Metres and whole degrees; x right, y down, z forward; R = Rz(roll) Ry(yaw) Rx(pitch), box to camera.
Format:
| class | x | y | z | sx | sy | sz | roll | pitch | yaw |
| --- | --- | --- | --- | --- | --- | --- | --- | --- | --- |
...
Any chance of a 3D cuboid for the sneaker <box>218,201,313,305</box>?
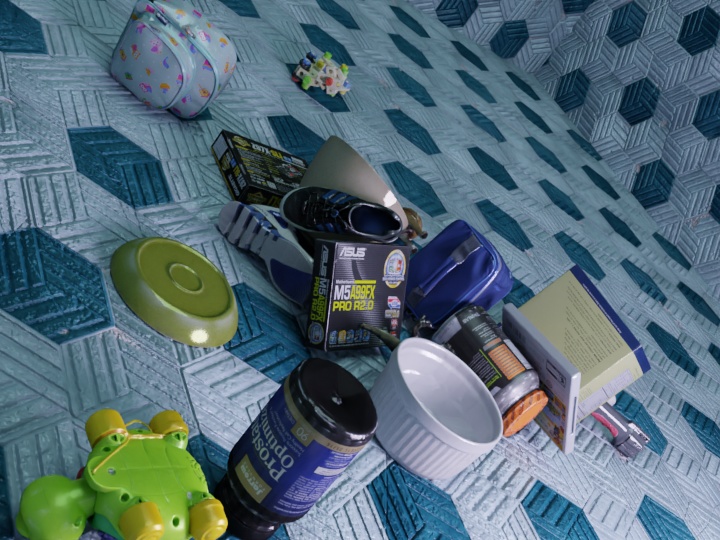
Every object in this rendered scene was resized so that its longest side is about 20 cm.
| class | x | y | z | sx | sy | sz | roll | pitch | yaw |
| --- | --- | --- | --- | --- | --- | --- | --- | --- | --- |
| sneaker | -0.123 | -0.046 | 1.510 | 0.199 | 0.081 | 0.115 | 43 | 27 | 10 |

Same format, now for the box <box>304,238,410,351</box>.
| class | x | y | z | sx | sy | sz | roll | pitch | yaw |
| --- | --- | --- | --- | --- | --- | --- | --- | --- | --- |
| box | -0.001 | 0.037 | 1.459 | 0.044 | 0.164 | 0.198 | 11 | 5 | 36 |

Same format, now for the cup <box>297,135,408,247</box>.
| class | x | y | z | sx | sy | sz | roll | pitch | yaw |
| --- | --- | --- | --- | --- | --- | --- | --- | --- | --- |
| cup | -0.036 | -0.103 | 1.597 | 0.201 | 0.143 | 0.200 | 47 | -6 | 7 |

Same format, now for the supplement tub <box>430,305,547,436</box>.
| class | x | y | z | sx | sy | sz | roll | pitch | yaw |
| --- | --- | --- | --- | --- | --- | --- | --- | --- | --- |
| supplement tub | 0.215 | 0.168 | 1.581 | 0.122 | 0.123 | 0.201 | -1 | 47 | -54 |

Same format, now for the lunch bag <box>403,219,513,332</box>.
| class | x | y | z | sx | sy | sz | roll | pitch | yaw |
| --- | --- | --- | --- | --- | --- | --- | --- | --- | --- |
| lunch bag | 0.156 | 0.018 | 1.669 | 0.137 | 0.200 | 0.132 | 52 | 10 | 31 |

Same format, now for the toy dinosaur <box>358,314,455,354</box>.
| class | x | y | z | sx | sy | sz | roll | pitch | yaw |
| --- | --- | --- | --- | --- | --- | --- | --- | --- | --- |
| toy dinosaur | 0.090 | 0.126 | 1.467 | 0.200 | 0.088 | 0.048 | 48 | 5 | -28 |

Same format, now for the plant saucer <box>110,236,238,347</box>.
| class | x | y | z | sx | sy | sz | roll | pitch | yaw |
| --- | --- | --- | --- | --- | --- | --- | --- | --- | --- |
| plant saucer | -0.245 | 0.020 | 1.294 | 0.198 | 0.031 | 0.201 | 32 | 26 | -17 |

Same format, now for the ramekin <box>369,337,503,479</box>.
| class | x | y | z | sx | sy | sz | roll | pitch | yaw |
| --- | --- | --- | --- | --- | --- | --- | --- | --- | --- |
| ramekin | 0.101 | 0.207 | 1.381 | 0.198 | 0.105 | 0.202 | 32 | 27 | -18 |

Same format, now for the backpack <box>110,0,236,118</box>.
| class | x | y | z | sx | sy | sz | roll | pitch | yaw |
| --- | --- | --- | --- | --- | --- | --- | --- | --- | --- |
| backpack | -0.325 | -0.370 | 1.653 | 0.198 | 0.176 | 0.155 | 34 | 42 | -13 |

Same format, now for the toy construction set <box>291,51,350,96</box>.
| class | x | y | z | sx | sy | sz | roll | pitch | yaw |
| --- | --- | --- | --- | --- | --- | --- | --- | --- | --- |
| toy construction set | -0.086 | -0.457 | 2.229 | 0.130 | 0.093 | 0.200 | 37 | 14 | -6 |

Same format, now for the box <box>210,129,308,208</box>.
| class | x | y | z | sx | sy | sz | roll | pitch | yaw |
| --- | --- | --- | --- | --- | --- | --- | --- | --- | --- |
| box | -0.156 | -0.161 | 1.690 | 0.198 | 0.050 | 0.161 | 15 | 32 | -42 |

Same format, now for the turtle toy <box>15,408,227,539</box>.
| class | x | y | z | sx | sy | sz | roll | pitch | yaw |
| --- | --- | --- | --- | --- | --- | --- | --- | --- | --- |
| turtle toy | -0.230 | 0.218 | 0.909 | 0.198 | 0.102 | 0.147 | 10 | 38 | -46 |

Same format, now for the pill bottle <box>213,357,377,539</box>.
| class | x | y | z | sx | sy | sz | roll | pitch | yaw |
| --- | --- | --- | --- | --- | --- | --- | --- | --- | --- |
| pill bottle | -0.077 | 0.202 | 1.031 | 0.111 | 0.201 | 0.113 | 30 | 26 | -17 |

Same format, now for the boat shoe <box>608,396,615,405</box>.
| class | x | y | z | sx | sy | sz | roll | pitch | yaw |
| --- | --- | --- | --- | --- | --- | --- | --- | --- | --- |
| boat shoe | 0.424 | 0.215 | 1.873 | 0.200 | 0.071 | 0.070 | 45 | 51 | -8 |

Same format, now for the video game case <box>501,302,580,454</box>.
| class | x | y | z | sx | sy | sz | roll | pitch | yaw |
| --- | --- | --- | --- | --- | --- | --- | --- | --- | --- |
| video game case | 0.300 | 0.182 | 1.600 | 0.023 | 0.185 | 0.200 | -20 | 41 | -19 |

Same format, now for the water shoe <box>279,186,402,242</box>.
| class | x | y | z | sx | sy | sz | roll | pitch | yaw |
| --- | --- | --- | --- | --- | --- | --- | --- | --- | --- |
| water shoe | -0.029 | -0.093 | 1.468 | 0.195 | 0.073 | 0.079 | 9 | -5 | -1 |

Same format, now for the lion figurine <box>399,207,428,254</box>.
| class | x | y | z | sx | sy | sz | roll | pitch | yaw |
| --- | --- | --- | --- | --- | --- | --- | --- | --- | --- |
| lion figurine | 0.052 | -0.090 | 1.838 | 0.197 | 0.073 | 0.123 | 12 | 29 | -38 |

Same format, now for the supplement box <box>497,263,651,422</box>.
| class | x | y | z | sx | sy | sz | roll | pitch | yaw |
| --- | --- | --- | --- | --- | --- | --- | --- | --- | --- |
| supplement box | 0.384 | 0.143 | 1.725 | 0.201 | 0.198 | 0.134 | 57 | 7 | 33 |

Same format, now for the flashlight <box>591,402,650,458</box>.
| class | x | y | z | sx | sy | sz | roll | pitch | yaw |
| --- | --- | --- | --- | --- | --- | --- | --- | --- | --- |
| flashlight | 0.456 | 0.279 | 1.810 | 0.200 | 0.068 | 0.068 | 43 | -17 | -4 |
